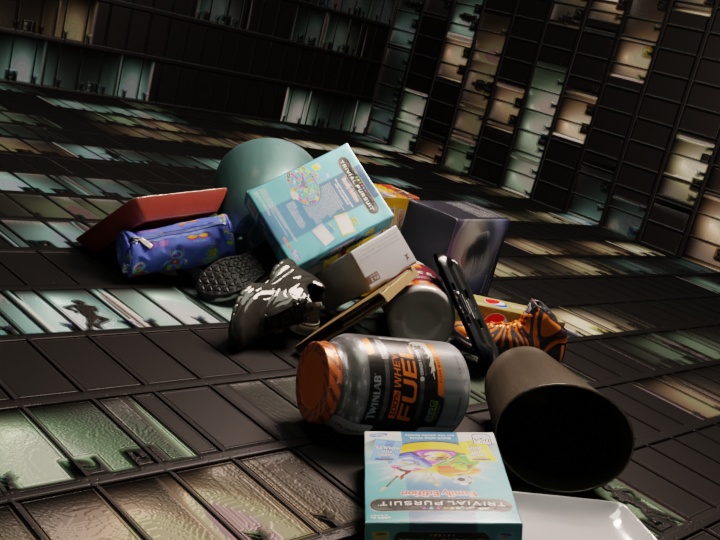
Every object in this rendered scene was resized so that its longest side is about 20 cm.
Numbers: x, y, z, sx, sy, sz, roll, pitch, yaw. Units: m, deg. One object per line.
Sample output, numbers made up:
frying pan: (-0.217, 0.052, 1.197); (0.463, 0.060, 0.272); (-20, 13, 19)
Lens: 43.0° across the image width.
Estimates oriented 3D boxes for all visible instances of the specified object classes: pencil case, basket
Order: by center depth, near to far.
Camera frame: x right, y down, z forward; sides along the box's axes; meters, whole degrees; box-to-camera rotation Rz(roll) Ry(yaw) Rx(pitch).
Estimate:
basket: (0.239, 0.183, 1.200); (0.178, 0.138, 0.200); (15, 11, -7)
pencil case: (-0.299, -0.041, 1.491); (0.198, 0.087, 0.079); (-11, 66, -25)

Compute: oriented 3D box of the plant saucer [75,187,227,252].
plant saucer: (-0.351, -0.081, 1.559); (0.199, 0.037, 0.198); (-25, -8, 41)

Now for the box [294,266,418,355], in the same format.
box: (-0.002, 0.060, 1.397); (0.021, 0.163, 0.200); (56, 20, 0)

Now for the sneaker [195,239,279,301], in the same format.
sneaker: (-0.181, 0.013, 1.522); (0.198, 0.083, 0.072); (-26, 63, -28)

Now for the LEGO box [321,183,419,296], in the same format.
LEGO box: (0.016, -0.056, 1.718); (0.077, 0.203, 0.148); (26, 17, 36)

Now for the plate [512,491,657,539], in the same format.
plate: (0.236, 0.298, 0.951); (0.197, 0.033, 0.200); (11, 15, -18)

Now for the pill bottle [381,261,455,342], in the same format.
pill bottle: (0.092, 0.053, 1.556); (0.113, 0.116, 0.200); (13, 15, -8)

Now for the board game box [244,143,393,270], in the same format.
board game box: (-0.068, -0.100, 1.509); (0.198, 0.047, 0.152); (-28, 77, -22)

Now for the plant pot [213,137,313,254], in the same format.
plant pot: (-0.163, -0.107, 1.625); (0.198, 0.202, 0.162); (11, 37, -16)

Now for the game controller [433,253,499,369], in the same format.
game controller: (0.169, 0.065, 1.495); (0.104, 0.042, 0.202); (23, 41, -64)

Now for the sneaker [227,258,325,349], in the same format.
sneaker: (-0.121, 0.053, 1.344); (0.090, 0.077, 0.200); (24, 41, 18)

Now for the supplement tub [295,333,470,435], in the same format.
supplement tub: (0.027, 0.143, 1.137); (0.198, 0.124, 0.122); (6, 17, -28)

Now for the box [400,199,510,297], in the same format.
box: (0.167, -0.022, 1.748); (0.122, 0.203, 0.197); (26, 19, 36)

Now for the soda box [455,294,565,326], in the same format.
soda box: (0.266, 0.097, 1.665); (0.197, 0.069, 0.064); (12, 14, -14)

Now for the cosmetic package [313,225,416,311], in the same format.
cosmetic package: (0.000, 0.000, 1.506); (0.101, 0.075, 0.200); (-30, -2, -27)

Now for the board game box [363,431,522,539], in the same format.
board game box: (0.078, 0.230, 0.949); (0.149, 0.048, 0.200); (0, 14, 0)

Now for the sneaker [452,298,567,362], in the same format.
sneaker: (0.261, 0.095, 1.575); (0.197, 0.114, 0.078); (16, 14, 4)

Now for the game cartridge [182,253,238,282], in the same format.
game cartridge: (-0.223, -0.004, 1.621); (0.198, 0.039, 0.129); (4, 14, -37)

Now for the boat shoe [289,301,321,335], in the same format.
boat shoe: (-0.101, 0.042, 1.505); (0.070, 0.065, 0.200); (9, 16, -22)
